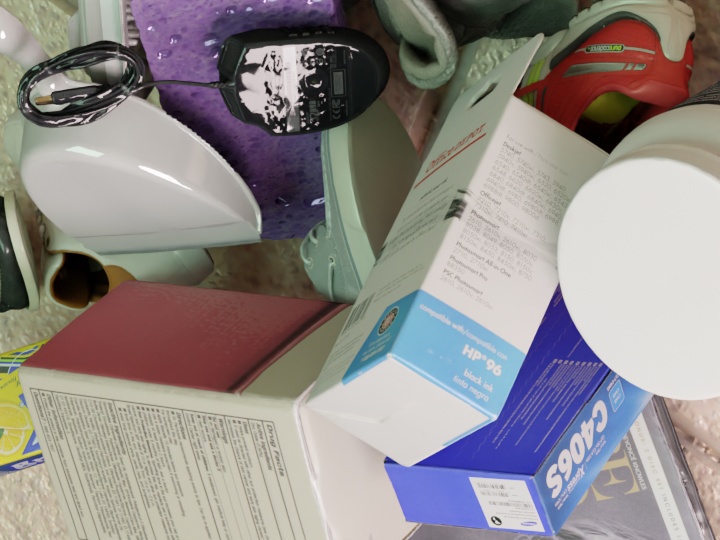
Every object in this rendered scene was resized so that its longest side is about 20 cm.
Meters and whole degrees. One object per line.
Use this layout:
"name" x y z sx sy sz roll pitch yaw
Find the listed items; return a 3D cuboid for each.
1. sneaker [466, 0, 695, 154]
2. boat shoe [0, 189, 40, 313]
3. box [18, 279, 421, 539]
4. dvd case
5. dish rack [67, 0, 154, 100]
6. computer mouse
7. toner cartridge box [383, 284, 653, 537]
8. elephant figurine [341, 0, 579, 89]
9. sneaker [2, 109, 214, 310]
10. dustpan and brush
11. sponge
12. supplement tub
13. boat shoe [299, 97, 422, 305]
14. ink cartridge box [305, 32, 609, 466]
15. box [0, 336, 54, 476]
"sneaker" 0.107 -0.071 1.575 0.200 0.077 0.085 -45 37 48
"boat shoe" -0.236 -0.006 1.814 0.199 0.066 0.075 -178 77 -80
"box" -0.071 0.090 1.644 0.200 0.109 0.128 6 122 35
"dvd case" 0.108 0.148 1.665 0.200 0.016 0.149 -16 98 38
"dish rack" -0.136 -0.205 1.661 0.044 0.172 0.200 0 112 8
"computer mouse" -0.084 -0.103 1.584 0.200 0.034 0.059 -2 118 -5
"toner cartridge box" 0.103 0.060 1.578 0.095 0.200 0.043 4 128 35
"elephant figurine" 0.053 -0.163 1.589 0.141 0.155 0.200 6 138 -8
"sneaker" -0.177 -0.032 1.785 0.200 0.085 0.073 38 165 44
"dustpan and brush" -0.155 -0.080 1.630 0.140 0.200 0.057 -4 61 38
"sponge" -0.054 -0.094 1.657 0.112 0.030 0.200 -4 137 9
"supplement tub" 0.200 -0.027 1.473 0.140 0.200 0.140 14 116 31
"boat shoe" 0.001 0.000 1.650 0.071 0.070 0.201 -3 109 35
"ink cartridge box" 0.058 -0.010 1.505 0.068 0.200 0.116 31 155 -12
"box" -0.180 0.077 1.812 0.200 0.064 0.070 -17 83 21
